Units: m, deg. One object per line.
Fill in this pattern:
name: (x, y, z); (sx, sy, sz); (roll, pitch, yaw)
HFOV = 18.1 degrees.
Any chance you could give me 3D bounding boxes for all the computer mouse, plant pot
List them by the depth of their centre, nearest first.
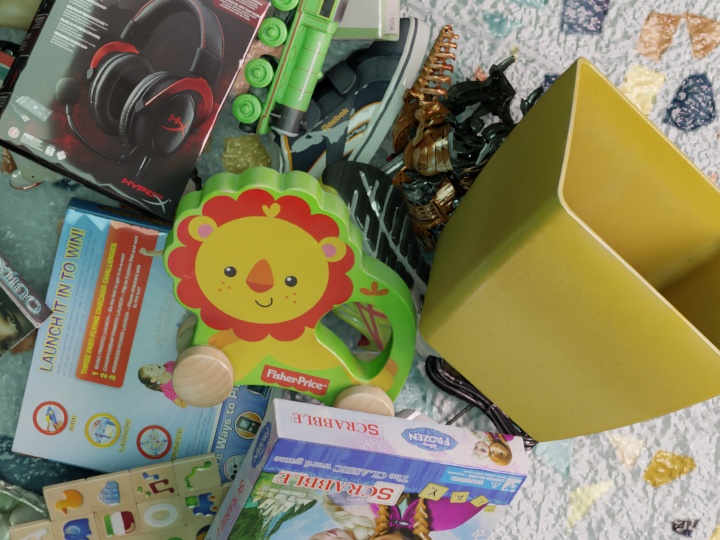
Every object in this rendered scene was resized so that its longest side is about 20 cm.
plant pot: (0.156, 0.006, 1.646); (0.200, 0.200, 0.176); (42, 121, -18)
computer mouse: (0.038, 0.154, 1.793); (0.200, 0.044, 0.110); (-41, 98, -1)

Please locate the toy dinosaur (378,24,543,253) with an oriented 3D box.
toy dinosaur: (0.072, -0.096, 1.722); (0.135, 0.200, 0.102); (-20, 68, -17)

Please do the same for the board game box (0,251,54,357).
board game box: (-0.341, -0.008, 1.720); (0.135, 0.028, 0.200); (-35, 98, 36)

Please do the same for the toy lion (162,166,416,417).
toy lion: (-0.050, 0.019, 1.658); (0.199, 0.069, 0.192); (15, 120, -7)

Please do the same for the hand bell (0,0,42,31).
hand bell: (-0.195, -0.191, 1.737); (0.200, 0.104, 0.104); (22, 93, -20)

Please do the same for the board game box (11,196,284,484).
board game box: (-0.153, 0.063, 1.753); (0.195, 0.056, 0.201); (14, 100, -6)

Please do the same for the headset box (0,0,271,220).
headset box: (-0.169, -0.157, 1.661); (0.148, 0.075, 0.200); (27, 85, -16)

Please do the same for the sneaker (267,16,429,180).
sneaker: (-0.021, -0.117, 1.748); (0.079, 0.078, 0.200); (28, 94, -12)

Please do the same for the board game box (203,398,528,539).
board game box: (-0.002, 0.187, 1.717); (0.199, 0.041, 0.200); (10, 135, -17)

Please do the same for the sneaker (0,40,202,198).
sneaker: (-0.220, -0.092, 1.742); (0.199, 0.070, 0.094); (32, 99, -6)

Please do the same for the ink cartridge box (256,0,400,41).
ink cartridge box: (-0.042, -0.276, 1.719); (0.145, 0.048, 0.201); (3, 95, 22)

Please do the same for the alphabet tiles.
alphabet tiles: (-0.166, 0.215, 1.755); (0.199, 0.006, 0.167); (-11, 130, -4)

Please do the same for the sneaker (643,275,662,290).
sneaker: (0.195, -0.026, 1.777); (0.199, 0.074, 0.116); (-15, 99, -2)

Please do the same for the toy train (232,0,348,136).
toy train: (-0.041, -0.191, 1.685); (0.056, 0.042, 0.201); (21, 104, 7)

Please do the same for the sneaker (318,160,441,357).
sneaker: (0.000, 0.000, 1.728); (0.090, 0.078, 0.200); (-7, 132, 24)

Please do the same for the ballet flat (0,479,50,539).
ballet flat: (-0.295, 0.193, 1.758); (0.200, 0.072, 0.072); (30, 92, -7)
